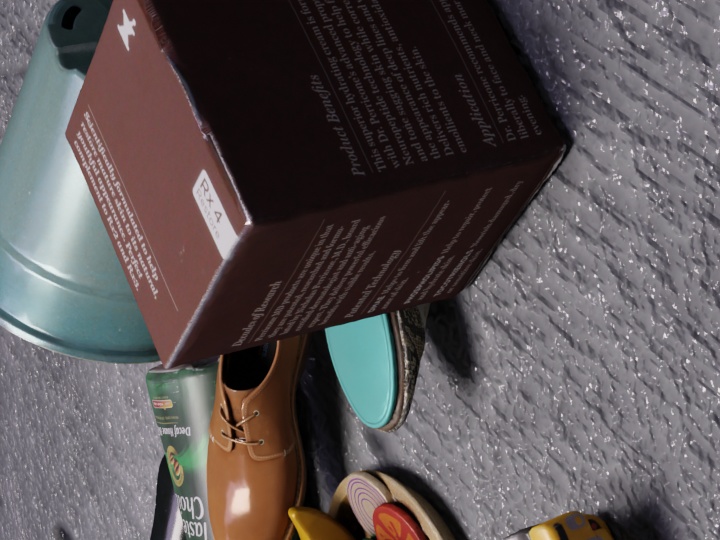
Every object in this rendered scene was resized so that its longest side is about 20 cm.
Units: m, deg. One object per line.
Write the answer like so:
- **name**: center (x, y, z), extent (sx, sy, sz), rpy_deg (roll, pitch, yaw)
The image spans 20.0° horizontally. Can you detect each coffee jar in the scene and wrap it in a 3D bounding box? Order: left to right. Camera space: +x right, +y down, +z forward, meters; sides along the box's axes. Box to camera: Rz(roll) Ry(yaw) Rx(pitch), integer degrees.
- **coffee jar**: center (-0.087, 0.157, 1.452), extent (0.104, 0.085, 0.200), rpy_deg (-9, 95, 62)

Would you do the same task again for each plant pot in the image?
- **plant pot**: center (-0.163, -0.074, 1.391), extent (0.200, 0.200, 0.196), rpy_deg (52, 136, 37)

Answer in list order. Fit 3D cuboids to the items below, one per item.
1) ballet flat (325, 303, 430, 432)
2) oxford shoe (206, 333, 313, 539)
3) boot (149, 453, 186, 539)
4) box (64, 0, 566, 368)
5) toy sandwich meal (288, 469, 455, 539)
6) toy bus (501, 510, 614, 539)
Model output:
- **ballet flat**: center (0.000, 0.000, 1.239), extent (0.068, 0.075, 0.200), rpy_deg (-42, 70, 43)
- **oxford shoe**: center (-0.076, 0.104, 1.355), extent (0.071, 0.071, 0.200), rpy_deg (3, 87, 17)
- **boot**: center (-0.176, 0.242, 1.569), extent (0.073, 0.162, 0.198), rpy_deg (12, 113, 58)
- **box**: center (-0.029, -0.072, 1.125), extent (0.166, 0.200, 0.164), rpy_deg (65, 150, 20)
- **toy sandwich meal**: center (0.009, 0.231, 1.327), extent (0.205, 0.070, 0.205), rpy_deg (34, 131, 51)
- **toy bus**: center (0.088, 0.191, 1.146), extent (0.200, 0.078, 0.065), rpy_deg (-43, 67, 52)
